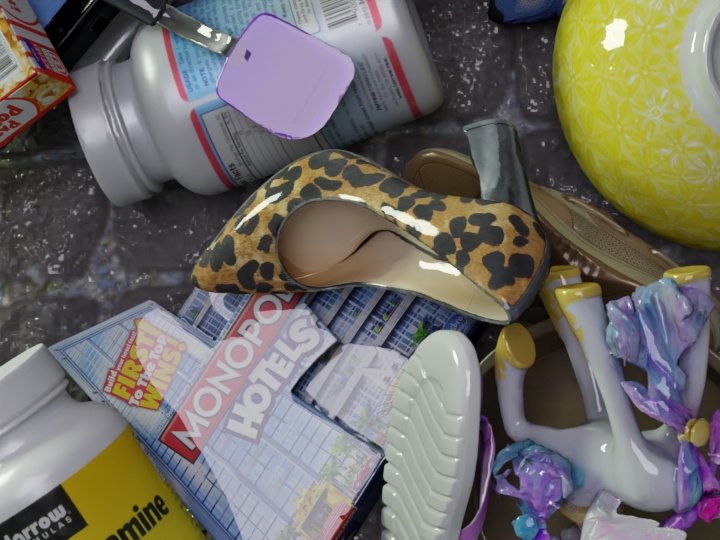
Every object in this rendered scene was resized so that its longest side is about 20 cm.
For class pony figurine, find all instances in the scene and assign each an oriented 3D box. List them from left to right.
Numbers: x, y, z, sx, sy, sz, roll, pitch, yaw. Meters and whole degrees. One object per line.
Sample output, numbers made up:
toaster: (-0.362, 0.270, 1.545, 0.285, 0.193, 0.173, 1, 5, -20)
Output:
pony figurine: (0.144, 0.101, 1.002, 0.166, 0.192, 0.202, -13, 97, -35)

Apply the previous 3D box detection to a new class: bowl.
bowl: (0.208, -0.109, 1.078, 0.198, 0.108, 0.202, 0, 91, -3)

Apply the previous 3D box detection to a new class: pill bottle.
pill bottle: (-0.150, 0.145, 1.088, 0.112, 0.112, 0.201, -33, 97, 2)
pill bottle: (-0.060, -0.109, 1.151, 0.199, 0.109, 0.110, -19, 77, 7)

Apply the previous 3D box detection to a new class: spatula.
spatula: (-0.098, -0.134, 1.096, 0.199, 0.021, 0.057, 29, 86, 18)

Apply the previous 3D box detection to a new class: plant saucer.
plant saucer: (0.136, 0.120, 1.087, 0.199, 0.029, 0.202, 3, 97, 22)

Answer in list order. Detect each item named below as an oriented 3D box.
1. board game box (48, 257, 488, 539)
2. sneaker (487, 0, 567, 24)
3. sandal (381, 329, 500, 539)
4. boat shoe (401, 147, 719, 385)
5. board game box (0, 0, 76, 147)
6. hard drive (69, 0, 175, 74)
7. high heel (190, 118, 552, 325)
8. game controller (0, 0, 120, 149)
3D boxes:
board game box: (-0.064, 0.057, 1.146, 0.199, 0.062, 0.201, 32, 86, 13)
sneaker: (0.074, -0.235, 1.167, 0.089, 0.079, 0.201, -18, 77, 4)
sandal: (0.047, 0.120, 1.076, 0.049, 0.083, 0.204, -6, 120, -24)
boat shoe: (0.112, -0.006, 1.127, 0.199, 0.064, 0.072, 35, 122, 10)
board game box: (-0.279, -0.109, 1.145, 0.199, 0.046, 0.152, -35, 73, 14)
hard drive: (-0.153, -0.217, 1.230, 0.132, 0.025, 0.200, 38, 88, 14)
high heel: (0.000, 0.000, 1.045, 0.199, 0.072, 0.143, -21, 37, 12)
game controller: (-0.183, -0.157, 1.169, 0.200, 0.042, 0.104, -48, 54, 10)
